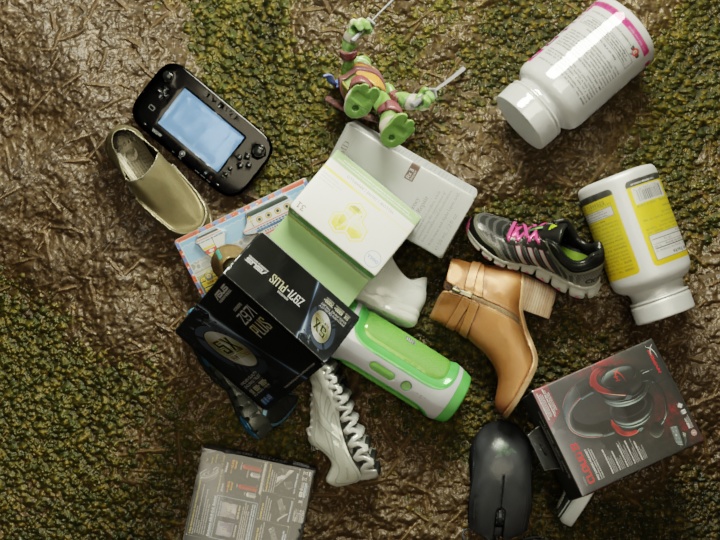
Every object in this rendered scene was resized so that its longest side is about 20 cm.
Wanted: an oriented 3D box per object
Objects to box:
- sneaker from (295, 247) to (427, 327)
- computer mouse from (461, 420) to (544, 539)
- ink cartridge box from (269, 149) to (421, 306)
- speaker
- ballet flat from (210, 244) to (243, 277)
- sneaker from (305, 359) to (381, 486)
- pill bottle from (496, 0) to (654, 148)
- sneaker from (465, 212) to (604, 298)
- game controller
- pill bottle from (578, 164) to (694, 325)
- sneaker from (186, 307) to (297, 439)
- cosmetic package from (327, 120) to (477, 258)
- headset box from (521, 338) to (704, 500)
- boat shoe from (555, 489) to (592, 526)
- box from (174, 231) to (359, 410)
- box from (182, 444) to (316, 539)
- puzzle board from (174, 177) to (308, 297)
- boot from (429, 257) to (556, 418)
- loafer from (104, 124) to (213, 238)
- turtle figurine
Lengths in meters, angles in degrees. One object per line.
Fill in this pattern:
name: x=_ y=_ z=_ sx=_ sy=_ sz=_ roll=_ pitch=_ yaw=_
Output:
sneaker: x=0.000 y=0.000 z=1.468 sx=0.200 sy=0.075 sz=0.089 roll=27 pitch=75 yaw=-17
computer mouse: x=0.196 y=0.305 z=1.458 sx=0.138 sy=0.053 sz=0.201 roll=-2 pitch=86 yaw=1
ink cartridge box: x=-0.038 y=-0.035 z=1.394 sx=0.145 sy=0.048 sz=0.200 roll=39 pitch=75 yaw=-1
speaker: x=0.047 y=0.121 z=1.447 sx=0.200 sy=0.088 sz=0.089 roll=32 pitch=87 yaw=-5
ballet flat: x=-0.117 y=0.038 z=1.445 sx=0.200 sy=0.072 sz=0.068 roll=42 pitch=92 yaw=-12
sneaker: x=-0.043 y=0.198 z=1.460 sx=0.081 sy=0.075 sz=0.200 roll=-22 pitch=86 yaw=8
pill bottle: x=0.290 y=-0.266 z=1.467 sx=0.200 sy=0.113 sz=0.113 roll=-41 pitch=87 yaw=-3
sneaker: x=0.242 y=-0.039 z=1.449 sx=0.200 sy=0.088 sz=0.074 roll=26 pitch=45 yaw=8
game controller: x=-0.220 y=-0.195 z=1.499 sx=0.200 sy=0.042 sz=0.104 roll=40 pitch=87 yaw=3
pill bottle: x=0.377 y=-0.033 z=1.452 sx=0.111 sy=0.111 sz=0.200 roll=-19 pitch=86 yaw=-1
sneaker: x=-0.166 y=0.129 z=1.471 sx=0.082 sy=0.073 sz=0.200 roll=-34 pitch=92 yaw=-18
cosmetic package: x=0.049 y=-0.112 z=1.465 sx=0.200 sy=0.074 sz=0.102 roll=28 pitch=105 yaw=1
headset box: x=0.316 y=0.198 z=1.398 sx=0.200 sy=0.075 sz=0.149 roll=-22 pitch=76 yaw=-9
boat shoe: x=0.301 y=0.245 z=1.462 sx=0.071 sy=0.072 sz=0.200 roll=24 pitch=76 yaw=9
box: x=-0.122 y=0.069 z=1.356 sx=0.164 sy=0.200 sz=0.086 roll=42 pitch=54 yaw=-5
box: x=-0.156 y=0.350 z=1.457 sx=0.157 sy=0.050 sz=0.200 roll=11 pitch=86 yaw=1
puzzle board: x=-0.133 y=-0.017 z=1.479 sx=0.200 sy=0.017 sz=0.151 roll=-26 pitch=103 yaw=-2
boot: x=0.168 y=0.087 z=1.460 sx=0.155 sy=0.077 sz=0.200 roll=17 pitch=85 yaw=0
loafer: x=-0.284 y=-0.120 z=1.480 sx=0.076 sy=0.067 sz=0.200 roll=-45 pitch=87 yaw=-3
turtle figurine: x=0.040 y=-0.265 z=1.423 sx=0.200 sy=0.194 sz=0.144 roll=-13 pitch=126 yaw=6
